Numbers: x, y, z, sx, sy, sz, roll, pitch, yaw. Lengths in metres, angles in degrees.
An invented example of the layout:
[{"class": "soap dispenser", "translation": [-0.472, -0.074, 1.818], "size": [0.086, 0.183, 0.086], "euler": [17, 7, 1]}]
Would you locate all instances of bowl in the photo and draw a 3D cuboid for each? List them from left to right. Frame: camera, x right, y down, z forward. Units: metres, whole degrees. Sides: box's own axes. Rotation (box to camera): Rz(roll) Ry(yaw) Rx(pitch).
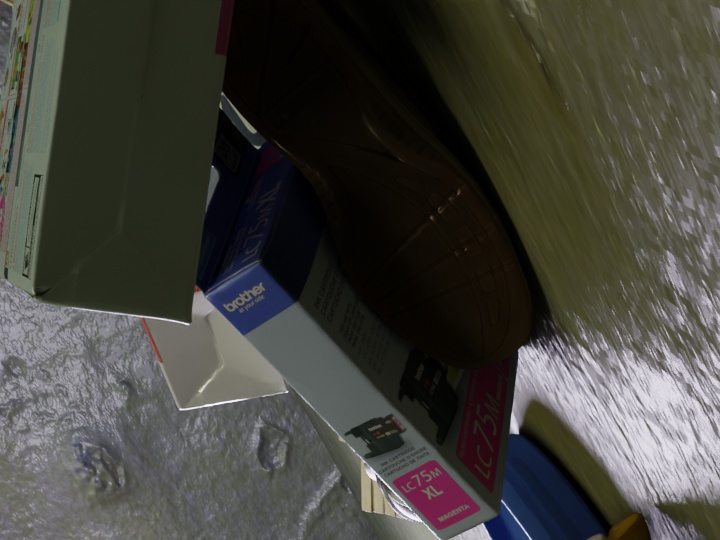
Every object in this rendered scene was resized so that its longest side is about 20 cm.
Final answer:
[{"class": "bowl", "translation": [0.125, 0.183, 0.946], "size": [0.201, 0.039, 0.201], "euler": [58, 173, 10]}]

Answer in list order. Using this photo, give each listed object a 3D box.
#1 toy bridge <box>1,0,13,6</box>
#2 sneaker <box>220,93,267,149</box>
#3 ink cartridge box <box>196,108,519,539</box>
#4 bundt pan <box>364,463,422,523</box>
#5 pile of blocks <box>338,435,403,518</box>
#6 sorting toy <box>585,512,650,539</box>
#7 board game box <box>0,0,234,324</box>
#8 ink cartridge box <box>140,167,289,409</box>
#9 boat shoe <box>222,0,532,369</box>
[{"class": "toy bridge", "translation": [-0.173, -0.167, 1.000], "size": [0.067, 0.199, 0.027], "euler": [-57, -19, -67]}, {"class": "sneaker", "translation": [-0.082, -0.155, 0.827], "size": [0.199, 0.079, 0.130], "euler": [-123, 10, -55]}, {"class": "ink cartridge box", "translation": [-0.003, 0.014, 0.746], "size": [0.200, 0.042, 0.120], "euler": [45, -149, -21]}, {"class": "bundt pan", "translation": [0.022, 0.095, 1.164], "size": [0.203, 0.075, 0.202], "euler": [57, 174, 10]}, {"class": "pile of blocks", "translation": [0.018, 0.109, 1.383], "size": [0.062, 0.082, 0.201], "euler": [-23, -89, -54]}, {"class": "sorting toy", "translation": [0.143, 0.220, 0.770], "size": [0.180, 0.107, 0.200], "euler": [42, 156, 4]}, {"class": "board game box", "translation": [-0.108, -0.064, 0.664], "size": [0.200, 0.064, 0.149], "euler": [-166, 85, -70]}, {"class": "ink cartridge box", "translation": [-0.088, -0.040, 0.919], "size": [0.117, 0.067, 0.201], "euler": [78, -178, -56]}, {"class": "boat shoe", "translation": [0.011, -0.049, 0.716], "size": [0.200, 0.072, 0.072], "euler": [50, -154, -13]}]
